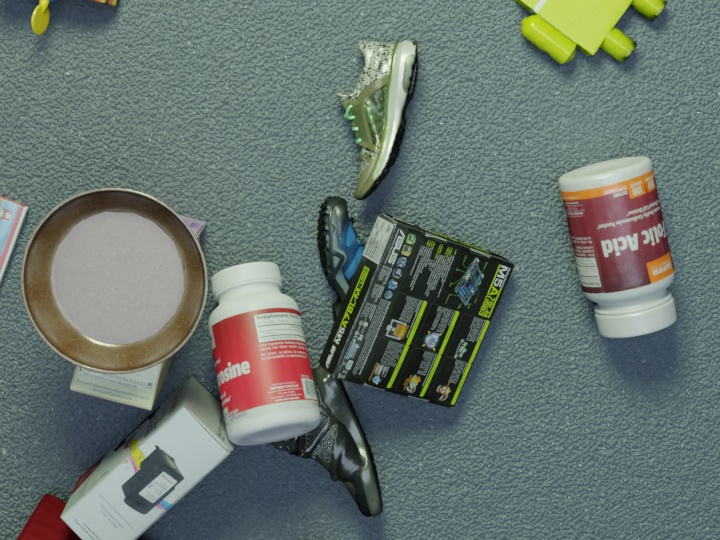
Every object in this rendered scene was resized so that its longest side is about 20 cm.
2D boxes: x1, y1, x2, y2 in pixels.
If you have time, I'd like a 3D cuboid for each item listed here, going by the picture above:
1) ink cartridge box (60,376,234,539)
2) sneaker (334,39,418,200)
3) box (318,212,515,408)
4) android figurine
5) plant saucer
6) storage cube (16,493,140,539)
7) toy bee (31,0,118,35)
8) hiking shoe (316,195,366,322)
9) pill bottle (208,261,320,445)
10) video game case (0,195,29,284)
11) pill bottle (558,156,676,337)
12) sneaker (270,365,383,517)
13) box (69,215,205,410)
[{"bbox_3d":[-0.250,0.235,1.524,0.200,0.146,0.083,-42,99,4],"label":"ink cartridge box"},{"bbox_3d":[0.010,-0.185,1.517,0.088,0.077,0.201,15,93,8],"label":"sneaker"},{"bbox_3d":[0.070,0.052,1.523,0.192,0.047,0.201,16,99,-36],"label":"box"},{"bbox_3d":[0.263,-0.343,1.512,0.200,0.041,0.182,37,96,-9],"label":"android figurine"},{"bbox_3d":[-0.263,0.010,1.365,0.199,0.037,0.202,0,98,-2],"label":"plant saucer"},{"bbox_3d":[-0.358,0.407,1.519,0.170,0.180,0.201,27,104,-6],"label":"storage cube"},{"bbox_3d":[-0.377,-0.336,1.447,0.199,0.109,0.132,-8,101,-2],"label":"toy bee"},{"bbox_3d":[0.000,0.000,1.544,0.086,0.074,0.201,-14,109,-8],"label":"hiking shoe"},{"bbox_3d":[-0.119,0.097,1.500,0.112,0.112,0.201,-12,74,-1],"label":"pill bottle"},{"bbox_3d":[-0.520,-0.048,1.530,0.199,0.017,0.144,22,97,-6],"label":"video game case"},{"bbox_3d":[0.314,-0.028,1.526,0.114,0.114,0.201,-15,99,0],"label":"pill bottle"},{"bbox_3d":[-0.046,0.224,1.571,0.114,0.076,0.200,-24,96,3],"label":"sneaker"},{"bbox_3d":[-0.256,0.037,1.477,0.096,0.176,0.201,15,98,-4],"label":"box"}]
